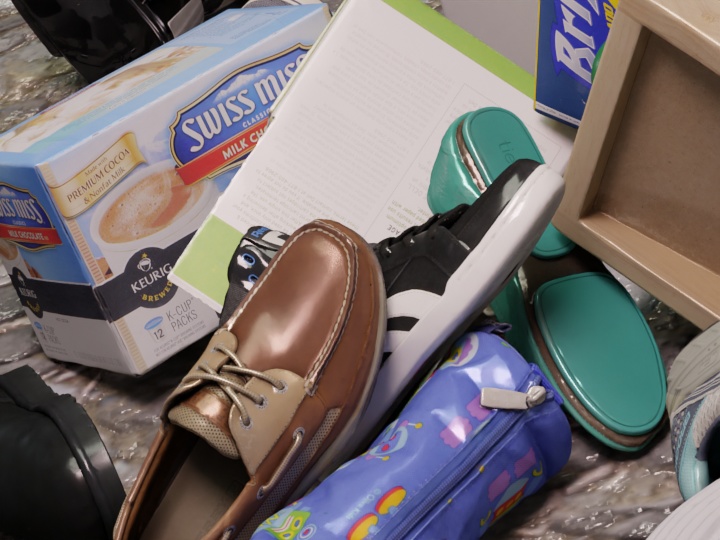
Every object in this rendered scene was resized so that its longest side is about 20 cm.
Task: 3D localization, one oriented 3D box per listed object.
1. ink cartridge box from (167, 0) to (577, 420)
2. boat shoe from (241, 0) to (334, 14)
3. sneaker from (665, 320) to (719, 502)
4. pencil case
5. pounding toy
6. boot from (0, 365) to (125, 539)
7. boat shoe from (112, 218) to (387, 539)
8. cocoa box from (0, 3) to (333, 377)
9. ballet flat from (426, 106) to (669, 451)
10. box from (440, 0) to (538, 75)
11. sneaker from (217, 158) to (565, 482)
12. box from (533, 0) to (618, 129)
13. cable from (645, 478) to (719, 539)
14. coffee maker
[{"bbox_3d":[0.007,-0.031,1.349,0.200,0.148,0.076,-57,-1,-16],"label":"ink cartridge box"},{"bbox_3d":[-0.057,-0.128,1.626,0.092,0.075,0.200,-9,21,-28],"label":"boat shoe"},{"bbox_3d":[0.202,0.039,1.100,0.200,0.077,0.087,-55,15,41],"label":"sneaker"},{"bbox_3d":[0.017,0.107,1.150,0.200,0.078,0.087,-40,-1,-34],"label":"pencil case"},{"bbox_3d":[0.191,-0.088,1.205,0.200,0.185,0.142,36,50,19],"label":"pounding toy"},{"bbox_3d":[-0.212,0.117,1.274,0.162,0.074,0.198,-24,20,-17],"label":"boot"},{"bbox_3d":[-0.051,0.069,1.167,0.076,0.072,0.201,23,88,28],"label":"boat shoe"},{"bbox_3d":[-0.098,-0.050,1.441,0.200,0.132,0.133,-31,18,-23],"label":"cocoa box"},{"bbox_3d":[0.090,0.014,1.266,0.067,0.070,0.201,-11,61,-28],"label":"ballet flat"},{"bbox_3d":[0.166,-0.172,1.446,0.199,0.201,0.171,13,43,44],"label":"box"},{"bbox_3d":[0.000,0.000,1.222,0.200,0.112,0.073,-52,-8,26],"label":"sneaker"},{"bbox_3d":[0.133,-0.165,1.274,0.064,0.201,0.070,26,42,32],"label":"box"},{"bbox_3d":[0.193,0.134,0.999,0.199,0.069,0.200,-20,27,-2],"label":"cable"},{"bbox_3d":[-0.159,-0.242,1.808,0.192,0.135,0.200,37,45,5],"label":"coffee maker"}]
